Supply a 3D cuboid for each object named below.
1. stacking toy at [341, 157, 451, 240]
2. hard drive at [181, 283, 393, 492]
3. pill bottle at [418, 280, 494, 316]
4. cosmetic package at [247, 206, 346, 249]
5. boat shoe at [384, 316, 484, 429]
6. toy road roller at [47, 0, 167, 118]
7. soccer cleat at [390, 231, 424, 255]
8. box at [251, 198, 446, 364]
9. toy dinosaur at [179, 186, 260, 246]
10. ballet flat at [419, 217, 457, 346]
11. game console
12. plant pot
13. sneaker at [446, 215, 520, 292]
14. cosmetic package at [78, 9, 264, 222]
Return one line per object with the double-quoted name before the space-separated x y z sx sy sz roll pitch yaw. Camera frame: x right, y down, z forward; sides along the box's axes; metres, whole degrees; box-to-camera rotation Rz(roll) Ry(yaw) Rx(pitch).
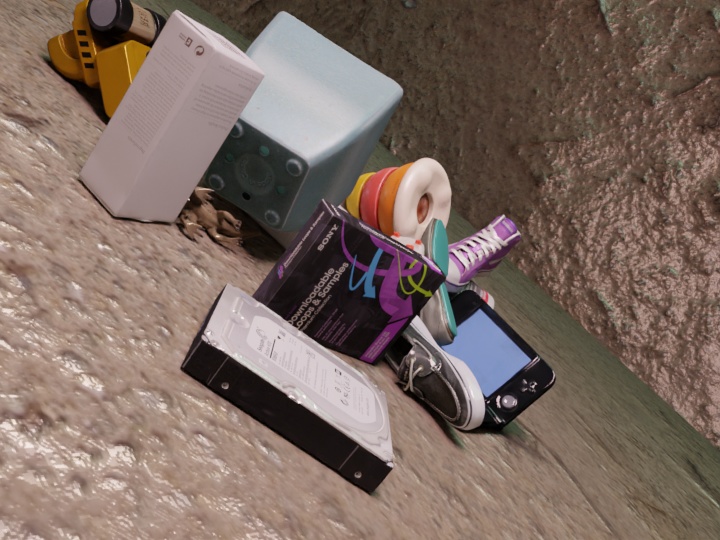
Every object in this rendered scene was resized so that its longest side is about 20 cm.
"stacking toy" 0.028 -0.108 1.099 0.198 0.149 0.145 15 -2 35
"hard drive" -0.058 0.100 0.649 0.199 0.038 0.140 36 14 -11
"pill bottle" 0.109 0.031 1.152 0.199 0.111 0.111 37 14 -8
"cosmetic package" -0.120 -0.111 1.068 0.200 0.081 0.113 43 16 11
"boat shoe" 0.073 0.124 0.881 0.070 0.073 0.200 -2 32 -33
"toy road roller" -0.346 -0.278 0.997 0.123 0.143 0.204 -8 85 -72
"soccer cleat" 0.019 0.010 0.927 0.068 0.079 0.199 20 32 27
"box" -0.010 0.021 0.801 0.198 0.144 0.036 26 19 -40
"toy dinosaur" -0.200 -0.077 0.847 0.199 0.059 0.101 39 -3 -29
"ballet flat" 0.093 0.014 0.994 0.067 0.063 0.203 49 32 -49
"game console" 0.146 0.113 0.990 0.200 0.175 0.117 48 -11 33
"plant pot" -0.092 -0.166 0.907 0.194 0.197 0.201 31 41 -1
"sneaker" 0.181 -0.038 1.100 0.073 0.114 0.199 51 35 12
"cosmetic package" -0.196 -0.153 0.746 0.074 0.201 0.101 42 14 18
